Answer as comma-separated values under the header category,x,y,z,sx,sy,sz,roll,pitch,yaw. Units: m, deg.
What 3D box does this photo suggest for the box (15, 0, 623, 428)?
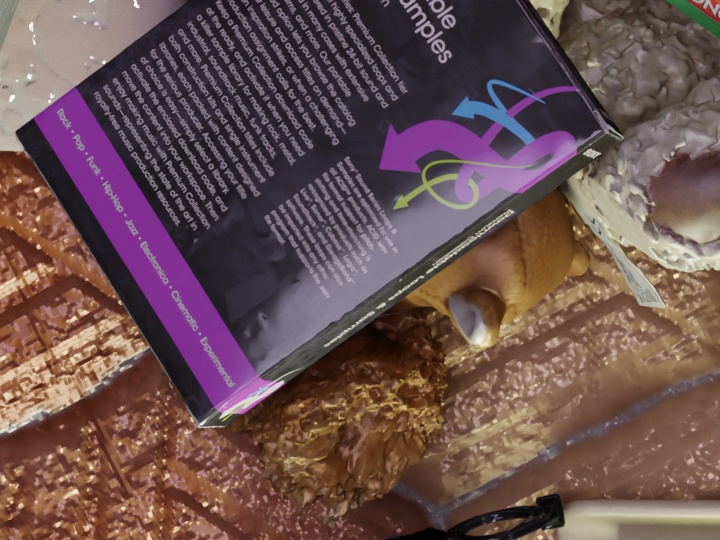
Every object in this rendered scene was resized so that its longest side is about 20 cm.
category,x,y,z,sx,sy,sz,roll,pitch,yaw
box,-0.017,-0.052,1.141,0.200,0.036,0.143,-36,77,13

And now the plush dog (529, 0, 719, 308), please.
category,x,y,z,sx,sy,sz,roll,pitch,yaw
plush dog,0.145,-0.096,1.208,0.172,0.160,0.200,-36,71,-6

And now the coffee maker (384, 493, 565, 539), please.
category,x,y,z,sx,sy,sz,roll,pitch,yaw
coffee maker,0.013,0.221,1.241,0.192,0.135,0.200,-17,91,18

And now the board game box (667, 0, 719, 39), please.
category,x,y,z,sx,sy,sz,roll,pitch,yaw
board game box,0.185,-0.166,1.172,0.135,0.029,0.200,37,58,10

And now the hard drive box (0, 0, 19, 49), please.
category,x,y,z,sx,sy,sz,roll,pitch,yaw
hard drive box,-0.236,-0.108,1.258,0.156,0.077,0.200,25,127,-2

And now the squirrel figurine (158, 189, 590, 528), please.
category,x,y,z,sx,sy,sz,roll,pitch,yaw
squirrel figurine,0.000,0.000,1.236,0.187,0.142,0.200,14,113,23

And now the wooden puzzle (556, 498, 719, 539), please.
category,x,y,z,sx,sy,sz,roll,pitch,yaw
wooden puzzle,0.174,0.198,1.251,0.185,0.037,0.200,0,92,15

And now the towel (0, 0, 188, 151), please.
category,x,y,z,sx,sy,sz,roll,pitch,yaw
towel,-0.172,-0.140,1.285,0.191,0.032,0.200,-1,122,15
